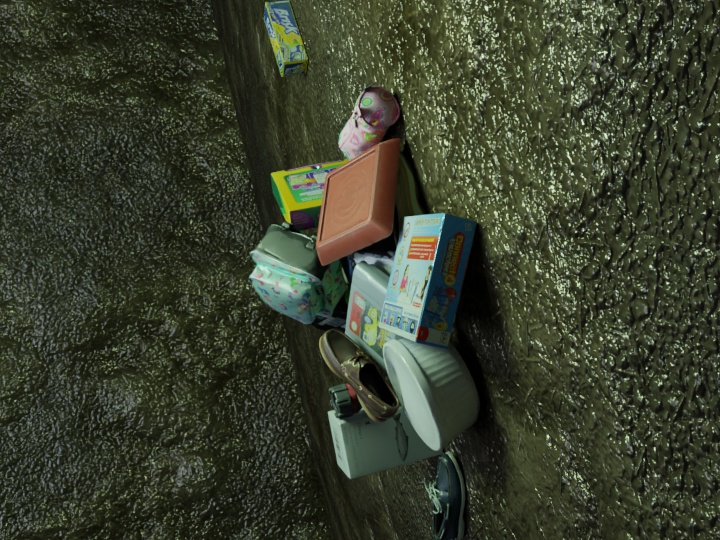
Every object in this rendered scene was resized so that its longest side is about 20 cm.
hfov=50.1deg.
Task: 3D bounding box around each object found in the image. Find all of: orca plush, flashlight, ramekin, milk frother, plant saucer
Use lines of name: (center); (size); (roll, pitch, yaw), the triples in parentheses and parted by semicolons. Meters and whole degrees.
orca plush: (0.071, 0.006, 1.421); (0.200, 0.071, 0.106); (9, 101, 37)
flashlight: (0.041, 0.237, 1.520); (0.068, 0.199, 0.068); (94, 158, -48)
ramekin: (0.124, 0.196, 1.316); (0.203, 0.094, 0.203); (59, 165, 26)
milk frother: (-0.099, 0.028, 1.764); (0.200, 0.180, 0.189); (35, -132, -45)
plant saucer: (-0.012, -0.129, 1.397); (0.199, 0.037, 0.201); (-23, 52, 46)

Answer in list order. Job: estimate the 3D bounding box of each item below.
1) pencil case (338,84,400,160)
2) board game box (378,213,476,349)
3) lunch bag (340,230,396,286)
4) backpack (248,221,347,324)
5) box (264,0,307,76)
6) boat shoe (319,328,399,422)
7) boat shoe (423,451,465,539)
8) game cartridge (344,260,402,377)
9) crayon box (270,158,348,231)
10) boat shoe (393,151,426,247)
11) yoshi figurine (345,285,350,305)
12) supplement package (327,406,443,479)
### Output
pencil case: (0.012, -0.272, 1.451); (0.200, 0.087, 0.088); (136, 121, -75)
board game box: (0.102, 0.012, 1.229); (0.200, 0.056, 0.197); (-169, 93, -75)
lunch bag: (0.012, -0.072, 1.516); (0.136, 0.132, 0.200); (-116, 19, -44)
backpack: (-0.122, 0.018, 1.573); (0.151, 0.177, 0.200); (-62, -23, -17)
box: (-0.198, -0.612, 2.026); (0.064, 0.070, 0.201); (113, 142, -63)
boat shoe: (0.002, 0.183, 1.411); (0.200, 0.070, 0.070); (49, 149, 11)
boat shoe: (0.163, 0.443, 1.496); (0.075, 0.062, 0.201); (-121, 24, -58)
game cartridge: (0.030, 0.096, 1.414); (0.133, 0.041, 0.201); (35, 134, 33)
crayon box: (-0.074, -0.164, 1.640); (0.173, 0.199, 0.058); (-119, 21, -50)
boat shoe: (0.064, -0.128, 1.378); (0.072, 0.076, 0.201); (104, 151, -62)
yoshi figurine: (-0.014, 0.005, 1.670); (0.112, 0.112, 0.200); (-51, 55, 36)
supplement package: (0.049, 0.329, 1.564); (0.117, 0.199, 0.117); (-176, 74, -76)
